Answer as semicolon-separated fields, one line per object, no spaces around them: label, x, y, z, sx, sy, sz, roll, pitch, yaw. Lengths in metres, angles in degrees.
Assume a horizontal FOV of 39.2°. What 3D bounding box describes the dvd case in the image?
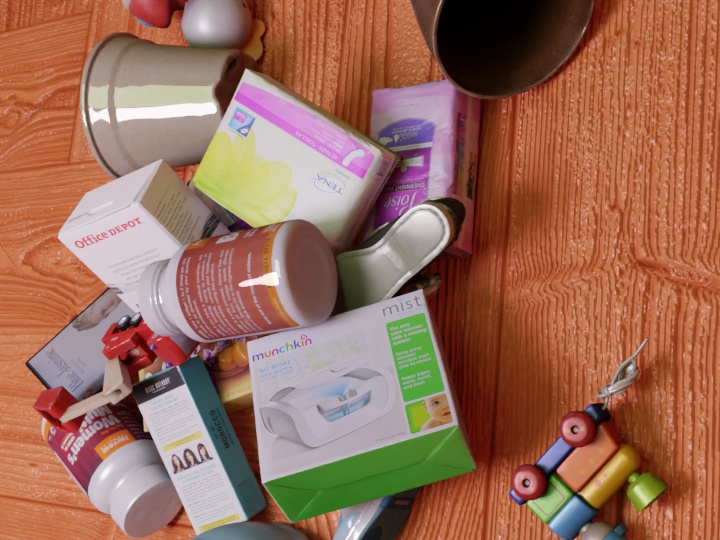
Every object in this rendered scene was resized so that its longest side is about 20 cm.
dvd case;-0.339;0.086;1.337;0.200;0.018;0.142;-45;42;-15

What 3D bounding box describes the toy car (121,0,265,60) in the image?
toy car;-0.200;-0.366;1.365;0.200;0.184;0.177;42;80;-6

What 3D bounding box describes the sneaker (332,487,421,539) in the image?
sneaker;-0.004;0.222;1.110;0.130;0.080;0.201;28;85;33

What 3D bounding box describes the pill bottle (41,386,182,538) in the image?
pill bottle;-0.315;0.240;1.293;0.200;0.109;0.110;38;100;34

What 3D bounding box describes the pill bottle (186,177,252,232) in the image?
pill bottle;-0.157;-0.085;1.267;0.200;0.112;0.113;-31;63;25

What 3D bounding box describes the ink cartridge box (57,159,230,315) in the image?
ink cartridge box;-0.233;-0.019;1.204;0.146;0.200;0.085;-17;37;34

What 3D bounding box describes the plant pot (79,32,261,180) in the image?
plant pot;-0.228;-0.214;1.316;0.183;0.200;0.202;1;78;22

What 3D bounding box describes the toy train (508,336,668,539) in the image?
toy train;0.245;0.175;0.956;0.116;0.085;0.200;45;104;22

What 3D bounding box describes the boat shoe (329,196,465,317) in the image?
boat shoe;0.031;-0.010;1.075;0.201;0.061;0.072;-35;89;35

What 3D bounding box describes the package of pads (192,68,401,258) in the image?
package of pads;-0.077;-0.109;1.130;0.200;0.068;0.155;33;104;18

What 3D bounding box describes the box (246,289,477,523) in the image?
box;-0.002;0.137;1.036;0.199;0.097;0.177;-17;49;6

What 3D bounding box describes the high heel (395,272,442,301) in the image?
high heel;0.000;0.000;1.161;0.200;0.071;0.143;-28;70;35

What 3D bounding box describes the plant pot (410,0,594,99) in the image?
plant pot;0.125;-0.320;1.111;0.187;0.187;0.200;-46;43;16

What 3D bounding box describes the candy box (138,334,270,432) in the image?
candy box;-0.190;0.123;1.271;0.199;0.056;0.117;-21;67;27

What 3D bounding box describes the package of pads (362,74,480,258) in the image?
package of pads;0.068;-0.114;1.145;0.120;0.076;0.201;-3;76;36

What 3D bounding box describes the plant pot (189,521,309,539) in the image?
plant pot;-0.153;0.367;1.109;0.200;0.134;0.201;-25;52;37

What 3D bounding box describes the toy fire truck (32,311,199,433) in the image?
toy fire truck;-0.283;0.115;1.196;0.199;0.049;0.141;-15;36;36

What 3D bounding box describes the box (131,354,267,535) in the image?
box;-0.193;0.210;1.210;0.082;0.049;0.201;-24;89;27

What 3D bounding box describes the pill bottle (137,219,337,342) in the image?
pill bottle;-0.134;0.016;1.073;0.199;0.112;0.113;-10;73;28
